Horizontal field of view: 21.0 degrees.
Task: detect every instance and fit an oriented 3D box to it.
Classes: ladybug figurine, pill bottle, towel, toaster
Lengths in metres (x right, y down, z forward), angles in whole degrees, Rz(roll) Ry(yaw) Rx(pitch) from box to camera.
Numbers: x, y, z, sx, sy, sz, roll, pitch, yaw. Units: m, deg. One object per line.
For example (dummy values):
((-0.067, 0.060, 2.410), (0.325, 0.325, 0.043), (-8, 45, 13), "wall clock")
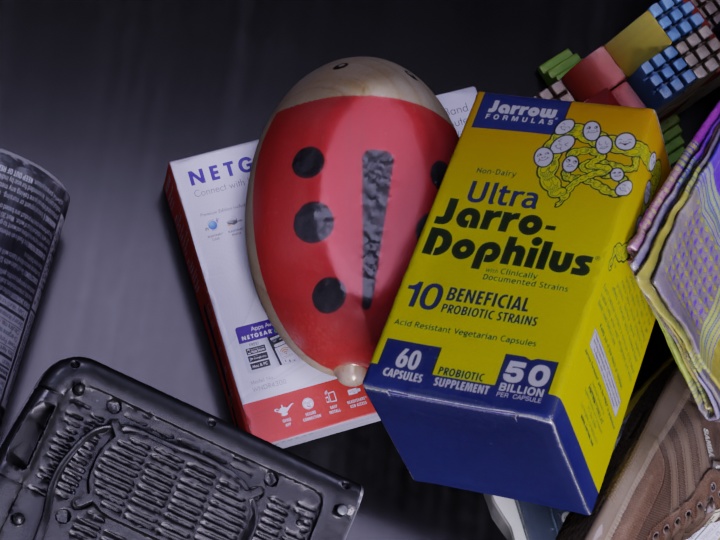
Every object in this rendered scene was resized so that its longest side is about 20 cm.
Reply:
((0.003, -0.034, 1.120), (0.136, 0.072, 0.200), (3, 76, -10), "ladybug figurine")
((-0.241, 0.032, 1.093), (0.106, 0.106, 0.200), (17, 74, -6), "pill bottle")
((0.221, -0.026, 1.100), (0.200, 0.023, 0.144), (-54, 131, -26), "towel")
((-0.124, 0.157, 0.976), (0.200, 0.119, 0.181), (25, 72, -8), "toaster")

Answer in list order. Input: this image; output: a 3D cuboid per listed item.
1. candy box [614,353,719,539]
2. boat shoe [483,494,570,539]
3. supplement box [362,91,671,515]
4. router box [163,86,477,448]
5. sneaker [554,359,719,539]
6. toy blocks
((0.235, 0.082, 1.209), (0.102, 0.026, 0.200), (44, 73, 6), "candy box")
((0.122, 0.173, 1.144), (0.062, 0.075, 0.200), (-20, 71, -3), "boat shoe")
((0.095, 0.015, 1.070), (0.109, 0.110, 0.200), (8, 59, 24), "supplement box")
((0.000, 0.000, 1.174), (0.200, 0.049, 0.180), (-16, 79, -14), "router box")
((0.176, 0.125, 1.106), (0.076, 0.070, 0.200), (38, 47, 1), "sneaker")
((0.174, -0.118, 1.191), (0.200, 0.137, 0.100), (-33, 84, -17), "toy blocks")
